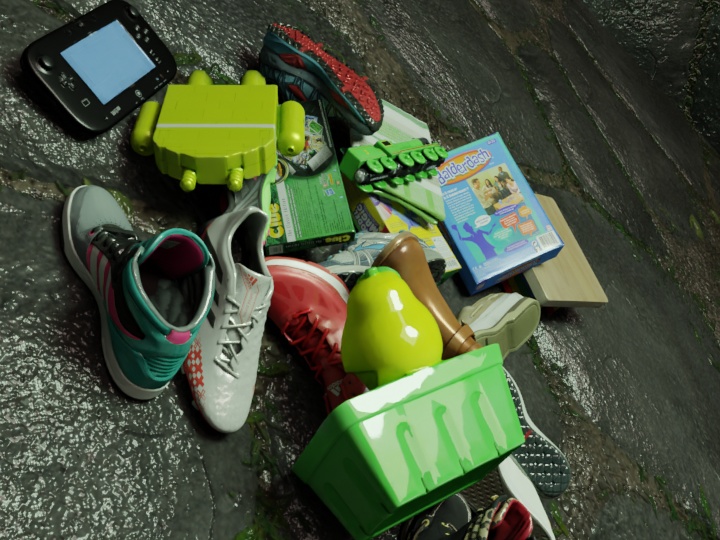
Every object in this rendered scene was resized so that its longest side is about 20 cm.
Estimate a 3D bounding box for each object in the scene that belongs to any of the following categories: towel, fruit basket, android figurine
[{"bbox_3d":[0.041,-0.158,1.064,0.147,0.031,0.203,24,40,-26],"label":"towel"},{"bbox_3d":[0.032,0.111,0.733,0.210,0.157,0.220,14,50,-17],"label":"fruit basket"},{"bbox_3d":[-0.145,-0.145,0.815,0.177,0.042,0.203,-1,41,-5],"label":"android figurine"}]

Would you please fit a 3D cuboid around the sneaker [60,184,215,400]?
[{"bbox_3d":[-0.184,-0.010,0.660,0.083,0.120,0.203,-4,61,-49],"label":"sneaker"}]

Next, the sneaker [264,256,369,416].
[{"bbox_3d":[-0.036,0.075,0.795,0.198,0.078,0.117,30,38,-26],"label":"sneaker"}]

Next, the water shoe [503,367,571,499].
[{"bbox_3d":[0.165,0.185,0.936,0.071,0.079,0.202,-35,90,-16],"label":"water shoe"}]

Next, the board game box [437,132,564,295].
[{"bbox_3d":[0.179,-0.086,1.145,0.149,0.045,0.203,-21,70,-15],"label":"board game box"}]

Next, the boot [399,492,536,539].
[{"bbox_3d":[0.094,0.250,0.718,0.074,0.150,0.199,51,33,3],"label":"boot"}]

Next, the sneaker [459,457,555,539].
[{"bbox_3d":[0.141,0.232,0.881,0.202,0.072,0.085,56,11,10],"label":"sneaker"}]

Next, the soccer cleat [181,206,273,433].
[{"bbox_3d":[-0.113,0.039,0.709,0.068,0.084,0.205,18,60,-38],"label":"soccer cleat"}]

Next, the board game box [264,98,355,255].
[{"bbox_3d":[-0.075,-0.113,0.919,0.102,0.024,0.204,-7,58,-10],"label":"board game box"}]

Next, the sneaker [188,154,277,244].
[{"bbox_3d":[-0.138,-0.101,0.838,0.083,0.076,0.204,28,40,-35],"label":"sneaker"}]

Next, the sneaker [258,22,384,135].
[{"bbox_3d":[-0.053,-0.229,1.026,0.199,0.096,0.079,43,35,16],"label":"sneaker"}]

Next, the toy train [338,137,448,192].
[{"bbox_3d":[0.044,-0.138,0.990,0.056,0.042,0.198,43,33,18],"label":"toy train"}]

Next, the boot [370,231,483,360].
[{"bbox_3d":[0.085,0.058,0.828,0.155,0.073,0.201,46,-11,30],"label":"boot"}]

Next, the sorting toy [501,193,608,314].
[{"bbox_3d":[0.276,-0.022,1.249,0.196,0.069,0.204,4,55,-47],"label":"sorting toy"}]

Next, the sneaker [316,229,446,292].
[{"bbox_3d":[0.000,0.000,0.905,0.196,0.079,0.087,-10,45,-35],"label":"sneaker"}]

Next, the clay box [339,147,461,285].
[{"bbox_3d":[0.041,-0.069,1.041,0.114,0.047,0.203,-11,66,-53],"label":"clay box"}]

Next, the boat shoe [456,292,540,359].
[{"bbox_3d":[0.146,0.087,1.001,0.198,0.067,0.077,-26,123,-39],"label":"boat shoe"}]

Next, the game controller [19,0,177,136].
[{"bbox_3d":[-0.264,-0.214,0.824,0.104,0.042,0.201,43,36,-12],"label":"game controller"}]
